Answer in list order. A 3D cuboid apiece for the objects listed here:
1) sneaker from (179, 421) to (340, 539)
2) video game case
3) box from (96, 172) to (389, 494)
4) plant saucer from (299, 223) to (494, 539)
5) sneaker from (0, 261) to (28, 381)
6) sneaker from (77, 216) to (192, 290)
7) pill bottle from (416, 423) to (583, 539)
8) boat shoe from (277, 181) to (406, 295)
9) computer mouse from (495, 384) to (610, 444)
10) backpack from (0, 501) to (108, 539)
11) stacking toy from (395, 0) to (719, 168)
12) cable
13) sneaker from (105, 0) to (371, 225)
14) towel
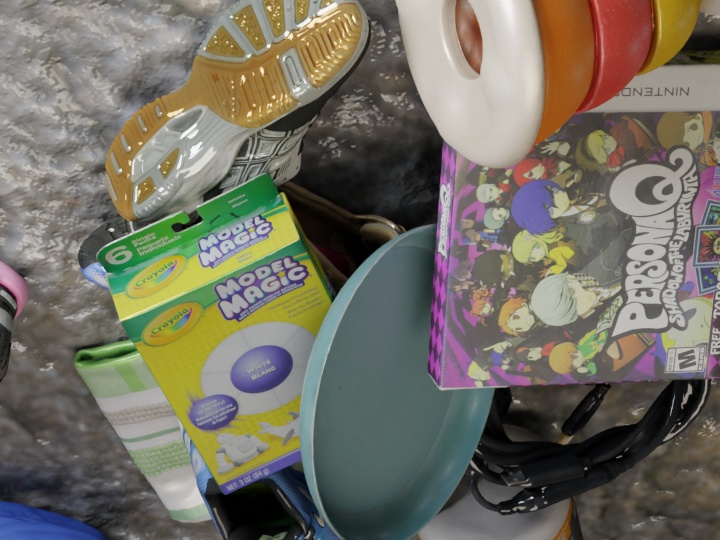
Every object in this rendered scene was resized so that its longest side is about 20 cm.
[{"bbox_3d":[-0.062,0.167,1.489,0.078,0.089,0.200,-20,139,17],"label":"sneaker"},{"bbox_3d":[0.134,-0.030,1.300,0.180,0.036,0.201,-1,110,-13],"label":"video game case"},{"bbox_3d":[-0.067,0.037,1.299,0.117,0.048,0.200,-25,133,1],"label":"box"},{"bbox_3d":[0.021,0.068,1.324,0.027,0.201,0.200,14,154,33],"label":"plant saucer"},{"bbox_3d":[-0.295,0.064,1.369,0.199,0.096,0.079,-24,141,21],"label":"sneaker"},{"bbox_3d":[-0.093,0.037,1.366,0.200,0.079,0.089,29,113,-29],"label":"sneaker"},{"bbox_3d":[0.107,0.209,1.605,0.116,0.117,0.200,-13,141,5],"label":"pill bottle"},{"bbox_3d":[0.000,0.000,1.361,0.200,0.074,0.069,22,133,-36],"label":"boat shoe"},{"bbox_3d":[0.079,0.101,1.509,0.140,0.046,0.200,23,111,-29],"label":"computer mouse"},{"bbox_3d":[-0.254,0.265,1.574,0.162,0.168,0.201,15,104,-32],"label":"backpack"},{"bbox_3d":[0.131,-0.146,1.193,0.199,0.146,0.146,-16,145,-21],"label":"stacking toy"},{"bbox_3d":[0.149,0.067,1.460,0.199,0.051,0.164,-19,114,-14],"label":"cable"},{"bbox_3d":[-0.056,-0.093,1.252,0.087,0.076,0.200,12,143,-46],"label":"sneaker"},{"bbox_3d":[-0.094,0.103,1.506,0.149,0.031,0.200,-16,141,8],"label":"towel"}]
